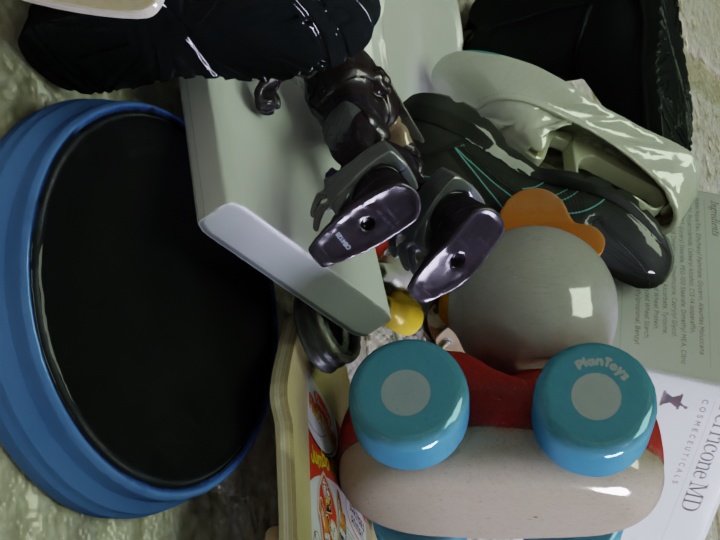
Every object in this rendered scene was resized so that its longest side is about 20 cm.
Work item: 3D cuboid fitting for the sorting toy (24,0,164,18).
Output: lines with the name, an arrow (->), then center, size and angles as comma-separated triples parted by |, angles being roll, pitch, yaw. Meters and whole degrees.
sorting toy -> -0.152, -0.225, 0.531 | 0.199, 0.106, 0.183 | 32, 68, -46

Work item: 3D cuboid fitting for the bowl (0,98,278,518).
bowl -> -0.106, 0.015, 0.650 | 0.200, 0.039, 0.204 | 26, 59, -54

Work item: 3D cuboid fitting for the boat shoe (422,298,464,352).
boat shoe -> 0.076, 0.039, 0.935 | 0.071, 0.076, 0.203 | -4, 95, -22

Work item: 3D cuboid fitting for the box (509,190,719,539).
box -> 0.190, 0.074, 0.948 | 0.201, 0.129, 0.201 | -74, 174, -50

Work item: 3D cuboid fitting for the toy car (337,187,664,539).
toy car -> 0.079, 0.044, 0.763 | 0.185, 0.174, 0.203 | 81, 12, -59

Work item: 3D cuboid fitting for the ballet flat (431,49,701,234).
ballet flat -> 0.135, -0.082, 0.895 | 0.198, 0.070, 0.070 | 24, 51, -7

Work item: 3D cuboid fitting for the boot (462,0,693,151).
boot -> 0.157, -0.143, 1.017 | 0.076, 0.166, 0.203 | 40, 43, -47

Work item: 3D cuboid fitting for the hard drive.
hard drive -> -0.046, -0.075, 0.719 | 0.132, 0.027, 0.202 | 36, 31, -44

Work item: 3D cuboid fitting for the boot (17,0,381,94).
boot -> -0.066, -0.169, 0.630 | 0.073, 0.196, 0.164 | 47, 50, -46

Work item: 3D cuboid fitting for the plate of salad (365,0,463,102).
plate of salad -> 0.024, -0.153, 0.916 | 0.199, 0.047, 0.204 | -1, 90, -65

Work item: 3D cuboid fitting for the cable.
cable -> 0.000, 0.000, 0.780 | 0.200, 0.050, 0.098 | -23, 95, -80

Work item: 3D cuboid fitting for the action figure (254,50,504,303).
action figure -> -0.001, -0.066, 0.683 | 0.130, 0.069, 0.201 | 37, 17, -30

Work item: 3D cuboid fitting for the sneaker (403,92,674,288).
sneaker -> 0.099, -0.031, 0.847 | 0.080, 0.198, 0.076 | -62, 179, -21

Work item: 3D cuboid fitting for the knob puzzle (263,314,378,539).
knob puzzle -> -0.026, 0.112, 0.743 | 0.220, 0.030, 0.223 | -10, 90, -80
